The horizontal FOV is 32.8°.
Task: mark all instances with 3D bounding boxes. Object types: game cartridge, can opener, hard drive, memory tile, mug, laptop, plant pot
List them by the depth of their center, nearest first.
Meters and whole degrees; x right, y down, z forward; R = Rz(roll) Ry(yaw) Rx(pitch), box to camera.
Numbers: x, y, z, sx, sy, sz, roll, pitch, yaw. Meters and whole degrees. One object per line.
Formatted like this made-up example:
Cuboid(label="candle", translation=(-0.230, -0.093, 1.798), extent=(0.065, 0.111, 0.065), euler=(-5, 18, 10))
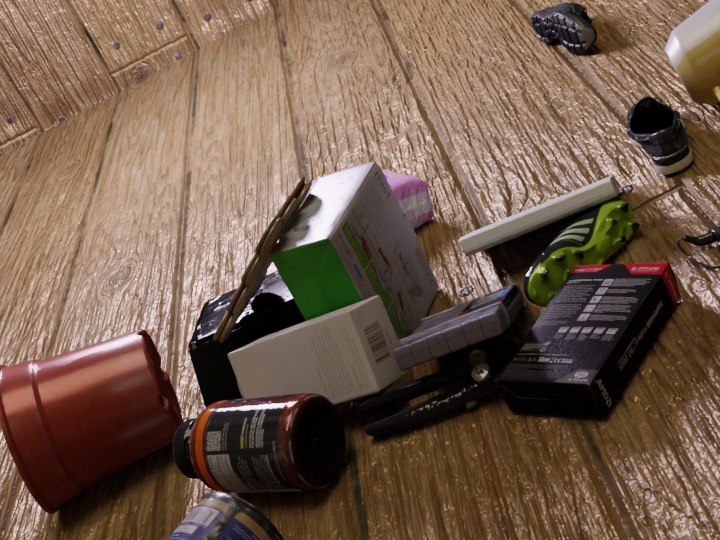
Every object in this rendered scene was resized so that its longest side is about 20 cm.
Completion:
Cuboid(label="can opener", translation=(0.090, 0.135, 1.356), extent=(0.198, 0.079, 0.064), euler=(-28, 63, 11))
Cuboid(label="game cartridge", translation=(0.117, 0.059, 1.394), extent=(0.128, 0.039, 0.200), euler=(-26, 1, 16))
Cuboid(label="memory tile", translation=(-0.121, -0.013, 1.519), extent=(0.201, 0.017, 0.154), euler=(-61, 0, 35))
Cuboid(label="hard drive", translation=(0.230, -0.071, 1.554), extent=(0.198, 0.027, 0.132), euler=(-23, 0, 15))
Cuboid(label="plant pot", translation=(-0.340, 0.181, 1.574), extent=(0.193, 0.203, 0.201), euler=(-21, 25, -4))
Cuboid(label="laptop", translation=(-0.124, 0.094, 1.603), extent=(0.175, 0.104, 0.201), euler=(-23, 22, 13))
Cuboid(label="mug", translation=(0.491, -0.293, 1.620), extent=(0.152, 0.150, 0.187), euler=(-29, 17, 18))

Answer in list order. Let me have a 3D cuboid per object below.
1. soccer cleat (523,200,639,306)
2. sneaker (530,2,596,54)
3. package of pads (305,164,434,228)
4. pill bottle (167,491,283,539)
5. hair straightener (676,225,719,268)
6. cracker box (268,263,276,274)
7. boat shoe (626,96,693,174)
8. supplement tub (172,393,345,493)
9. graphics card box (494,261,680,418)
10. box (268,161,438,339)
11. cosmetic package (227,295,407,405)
Cuboid(label="soccer cleat", translation=(0.251, -0.017, 1.456), extent=(0.199, 0.068, 0.081), euler=(-37, 16, -31))
Cuboid(label="sneaker", translation=(0.357, -0.423, 2.076), extent=(0.079, 0.076, 0.200), euler=(-29, 25, -5))
Cuboid(label="package of pads", translation=(0.008, -0.099, 1.822), extent=(0.119, 0.077, 0.199), euler=(-21, 21, -24))
Cuboid(label="pill bottle", translation=(-0.168, 0.323, 1.197), extent=(0.111, 0.113, 0.200), euler=(-2, 36, 44))
Cuboid(label="hair straightener", translation=(0.440, -0.048, 1.329), extent=(0.198, 0.041, 0.077), euler=(-16, 28, 26))
Cuboid(label="cracker box", translation=(-0.076, 0.024, 1.722), extent=(0.133, 0.058, 0.201), euler=(-27, 24, 9))
Cuboid(label="boat shoe", translation=(0.389, -0.197, 1.629), extent=(0.074, 0.067, 0.200), euler=(-22, 26, 16))
Cuboid(label="supplement tub", translation=(-0.120, 0.197, 1.388), extent=(0.198, 0.108, 0.107), euler=(-8, 32, 37))
Cuboid(label="graphics card box", translation=(0.244, 0.071, 1.304), extent=(0.124, 0.051, 0.200), euler=(-2, 35, 44))
Cuboid(label="box", translation=(0.000, 0.000, 1.517), extent=(0.096, 0.201, 0.177), euler=(-13, 30, 30))
Cuboid(label="cosmetic package", translation=(-0.052, 0.109, 1.441), extent=(0.198, 0.103, 0.074), euler=(-19, 3, 37))
